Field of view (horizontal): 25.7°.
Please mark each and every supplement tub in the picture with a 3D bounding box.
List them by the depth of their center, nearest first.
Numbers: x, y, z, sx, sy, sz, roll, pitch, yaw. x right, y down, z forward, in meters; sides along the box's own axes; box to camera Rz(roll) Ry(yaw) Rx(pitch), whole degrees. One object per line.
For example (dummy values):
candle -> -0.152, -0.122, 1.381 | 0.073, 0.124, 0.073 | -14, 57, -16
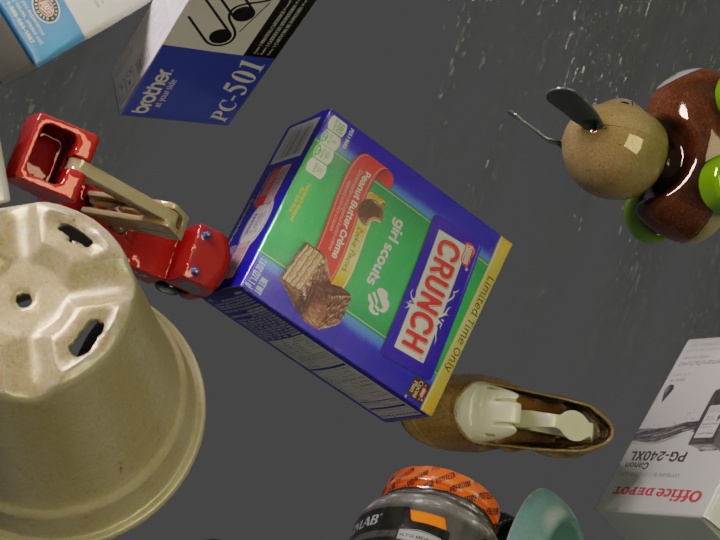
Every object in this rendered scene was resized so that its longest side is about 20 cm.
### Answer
supplement tub -> 0.037, 0.257, 1.205 | 0.123, 0.122, 0.200 | 40, 47, -21

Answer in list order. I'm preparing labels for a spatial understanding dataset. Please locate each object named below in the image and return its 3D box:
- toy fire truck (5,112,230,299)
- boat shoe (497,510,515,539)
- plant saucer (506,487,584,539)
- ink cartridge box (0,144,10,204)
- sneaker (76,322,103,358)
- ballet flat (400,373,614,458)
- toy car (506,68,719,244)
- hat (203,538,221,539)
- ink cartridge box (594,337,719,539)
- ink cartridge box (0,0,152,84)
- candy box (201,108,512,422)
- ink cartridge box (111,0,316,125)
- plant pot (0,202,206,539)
toy fire truck -> -0.168, -0.039, 1.121 | 0.200, 0.141, 0.049 | 25, 72, -26
boat shoe -> 0.096, 0.290, 1.290 | 0.076, 0.060, 0.200 | 33, 69, -24
plant saucer -> 0.149, 0.278, 1.278 | 0.200, 0.027, 0.200 | 4, 90, -66
ink cartridge box -> -0.334, -0.124, 1.029 | 0.147, 0.145, 0.200 | -10, 89, -31
sneaker -> -0.188, 0.132, 1.132 | 0.076, 0.070, 0.200 | 32, 70, -26
ballet flat -> 0.132, 0.125, 1.323 | 0.200, 0.072, 0.068 | 13, 78, -29
toy car -> 0.234, -0.121, 1.374 | 0.200, 0.164, 0.158 | 17, 75, -16
hat -> -0.139, 0.276, 1.139 | 0.200, 0.081, 0.201 | -9, 105, -36
ink cartridge box -> 0.318, 0.158, 1.388 | 0.083, 0.145, 0.200 | 44, 65, -21
ink cartridge box -> -0.208, -0.249, 1.154 | 0.200, 0.084, 0.145 | -37, 104, -28
candy box -> 0.000, 0.000, 1.256 | 0.200, 0.077, 0.169 | 35, 67, -24
ink cartridge box -> -0.101, -0.181, 1.145 | 0.094, 0.200, 0.044 | 2, 59, -30
plant pot -> -0.203, 0.056, 1.017 | 0.200, 0.184, 0.201 | 1, 61, -2
